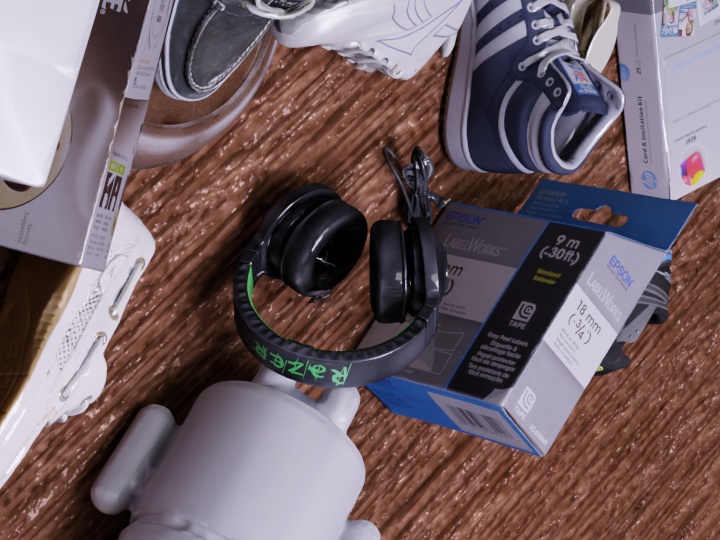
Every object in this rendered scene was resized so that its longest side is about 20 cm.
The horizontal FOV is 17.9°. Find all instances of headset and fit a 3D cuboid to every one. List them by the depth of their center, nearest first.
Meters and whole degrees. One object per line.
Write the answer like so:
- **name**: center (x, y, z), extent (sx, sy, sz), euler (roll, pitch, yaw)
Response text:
- **headset**: center (0.000, 0.000, 1.394), extent (0.094, 0.123, 0.200), euler (91, 22, -47)

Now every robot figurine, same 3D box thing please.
- **robot figurine**: center (-0.071, 0.146, 1.340), extent (0.200, 0.169, 0.113), euler (-60, 175, -27)

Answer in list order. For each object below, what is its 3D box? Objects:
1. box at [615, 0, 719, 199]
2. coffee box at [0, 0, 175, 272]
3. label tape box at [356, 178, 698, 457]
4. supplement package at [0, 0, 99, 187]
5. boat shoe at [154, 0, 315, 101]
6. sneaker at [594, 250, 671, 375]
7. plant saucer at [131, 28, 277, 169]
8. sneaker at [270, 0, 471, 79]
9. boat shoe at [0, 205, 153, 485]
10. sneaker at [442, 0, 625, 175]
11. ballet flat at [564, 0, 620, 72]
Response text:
- **box**: center (0.248, -0.169, 1.634), extent (0.156, 0.041, 0.201), euler (-26, 117, -37)
- **coffee box**: center (-0.165, -0.111, 1.184), extent (0.080, 0.113, 0.201), euler (24, 81, -86)
- **label tape box**: center (0.103, 0.009, 1.465), extent (0.063, 0.144, 0.200), euler (48, 67, -38)
- **supplement package**: center (-0.240, -0.140, 1.055), extent (0.152, 0.200, 0.151), euler (19, 86, -45)
- **boat shoe**: center (-0.054, -0.167, 1.230), extent (0.072, 0.071, 0.200), euler (-2, 130, -45)
- **sneaker**: center (0.151, 0.041, 1.571), extent (0.199, 0.071, 0.083), euler (-26, 111, -41)
- **plant saucer**: center (-0.111, -0.155, 1.297), extent (0.200, 0.032, 0.201), euler (-13, 109, -43)
- **sneaker**: center (0.015, -0.152, 1.376), extent (0.200, 0.074, 0.087), euler (-21, 123, -52)
- **boat shoe**: center (-0.169, 0.053, 1.250), extent (0.069, 0.071, 0.200), euler (40, 72, -39)
- **sneaker**: center (0.115, -0.157, 1.460), extent (0.070, 0.108, 0.201), euler (-5, 103, -44)
- **ballet flat**: center (0.152, -0.195, 1.520), extent (0.067, 0.062, 0.201), euler (4, 97, -45)
